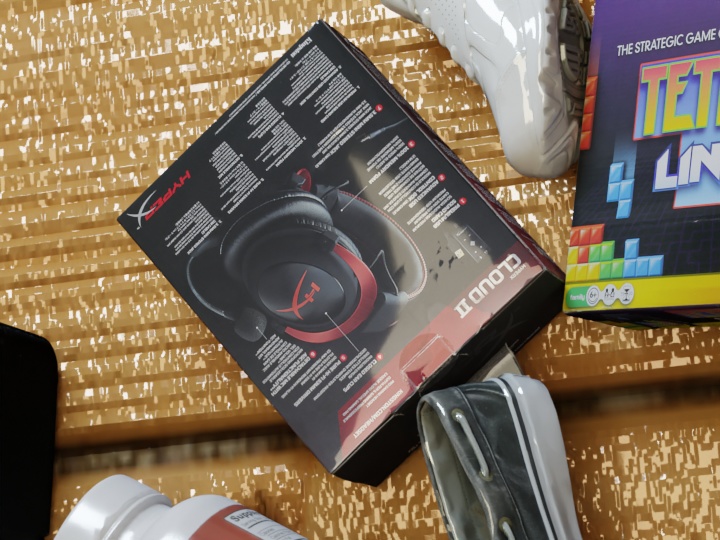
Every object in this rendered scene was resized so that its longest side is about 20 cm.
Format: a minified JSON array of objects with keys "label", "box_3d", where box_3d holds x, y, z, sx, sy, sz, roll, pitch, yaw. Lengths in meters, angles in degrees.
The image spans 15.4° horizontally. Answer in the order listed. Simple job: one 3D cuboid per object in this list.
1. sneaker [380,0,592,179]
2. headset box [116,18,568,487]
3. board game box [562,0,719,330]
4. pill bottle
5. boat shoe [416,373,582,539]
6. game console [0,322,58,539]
[{"label":"sneaker","box_3d":[0.061,-0.132,1.346,0.099,0.078,0.201,-18,66,22]},{"label":"headset box","box_3d":[0.000,0.000,1.334,0.149,0.075,0.200,-44,70,7]},{"label":"board game box","box_3d":[0.185,-0.059,1.239,0.200,0.057,0.166,-5,77,53]},{"label":"pill bottle","box_3d":[-0.054,0.179,1.300,0.200,0.112,0.112,25,89,21]},{"label":"boat shoe","box_3d":[0.068,0.147,1.248,0.071,0.072,0.201,-5,65,-21]},{"label":"game console","box_3d":[-0.236,0.115,1.326,0.176,0.200,0.117,-35,71,11]}]
